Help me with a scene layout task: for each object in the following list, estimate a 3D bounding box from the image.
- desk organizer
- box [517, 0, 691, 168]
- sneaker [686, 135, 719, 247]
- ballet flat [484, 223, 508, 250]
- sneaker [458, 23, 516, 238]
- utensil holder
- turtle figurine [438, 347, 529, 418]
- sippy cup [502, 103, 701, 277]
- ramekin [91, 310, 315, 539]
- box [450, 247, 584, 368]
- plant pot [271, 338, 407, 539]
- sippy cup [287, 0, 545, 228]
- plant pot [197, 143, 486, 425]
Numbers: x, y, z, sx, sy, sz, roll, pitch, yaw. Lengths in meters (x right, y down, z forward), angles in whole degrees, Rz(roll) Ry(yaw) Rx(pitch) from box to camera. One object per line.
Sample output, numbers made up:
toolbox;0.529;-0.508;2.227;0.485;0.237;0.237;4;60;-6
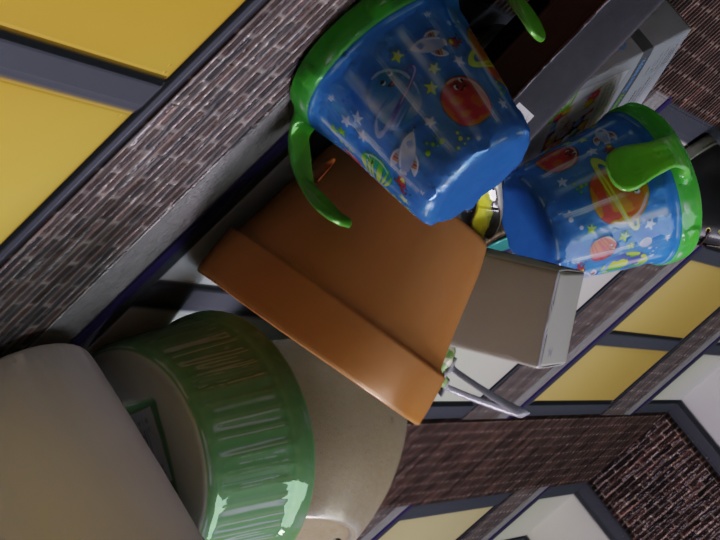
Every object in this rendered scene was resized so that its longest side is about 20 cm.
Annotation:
desk organizer;0.121;-0.163;1.564;0.200;0.077;0.072;-46;155;9
box;0.172;-0.137;1.857;0.199;0.041;0.156;-27;160;-33
sneaker;0.327;-0.045;2.324;0.200;0.106;0.075;-38;164;-3
ballet flat;0.093;-0.038;1.900;0.070;0.066;0.199;-28;175;38
sneaker;0.088;-0.117;1.696;0.085;0.074;0.201;-82;-176;-47
utensil holder;-0.210;0.177;1.542;0.169;0.201;0.170;-28;157;-13
turtle figurine;0.046;0.088;1.952;0.192;0.202;0.144;-17;-162;3
sippy cup;0.190;-0.054;1.813;0.129;0.140;0.179;-20;134;-20
ramekin;-0.136;0.136;1.647;0.097;0.201;0.200;-9;148;-45
box;0.071;0.016;1.752;0.068;0.199;0.083;1;103;-66
plant pot;-0.052;0.163;1.843;0.198;0.136;0.201;-4;152;-2
sippy cup;0.042;-0.108;1.484;0.139;0.131;0.178;-26;160;-37
plant pot;0.000;0.000;1.610;0.141;0.199;0.200;-55;164;-1
